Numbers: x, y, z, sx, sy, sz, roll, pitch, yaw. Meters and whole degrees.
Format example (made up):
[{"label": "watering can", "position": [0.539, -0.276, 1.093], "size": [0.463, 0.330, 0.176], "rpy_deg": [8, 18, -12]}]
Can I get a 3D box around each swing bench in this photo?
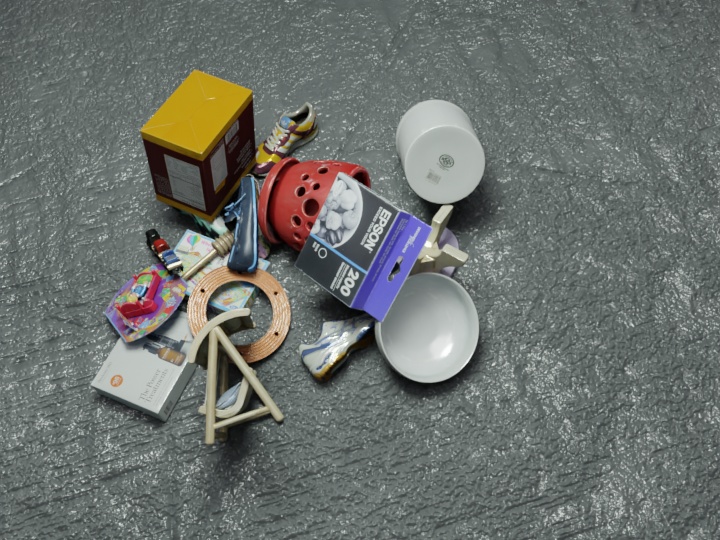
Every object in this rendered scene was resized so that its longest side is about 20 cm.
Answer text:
[{"label": "swing bench", "position": [-0.220, 0.183, 1.272], "size": [0.129, 0.199, 0.201], "rpy_deg": [-17, 80, -8]}]

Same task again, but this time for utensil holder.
[{"label": "utensil holder", "position": [0.161, -0.243, 1.492], "size": [0.169, 0.171, 0.200], "rpy_deg": [-4, 24, 1]}]

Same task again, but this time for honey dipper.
[{"label": "honey dipper", "position": [-0.329, -0.008, 1.470], "size": [0.200, 0.038, 0.038], "rpy_deg": [-42, 66, -17]}]

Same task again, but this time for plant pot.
[{"label": "plant pot", "position": [-0.094, -0.130, 1.476], "size": [0.182, 0.201, 0.201], "rpy_deg": [17, 62, 18]}]

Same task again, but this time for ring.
[{"label": "ring", "position": [-0.234, 0.083, 1.425], "size": [0.199, 0.019, 0.201], "rpy_deg": [6, 69, -14]}]

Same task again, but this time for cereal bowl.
[{"label": "cereal bowl", "position": [0.116, 0.106, 1.373], "size": [0.199, 0.083, 0.201], "rpy_deg": [1, 87, -14]}]

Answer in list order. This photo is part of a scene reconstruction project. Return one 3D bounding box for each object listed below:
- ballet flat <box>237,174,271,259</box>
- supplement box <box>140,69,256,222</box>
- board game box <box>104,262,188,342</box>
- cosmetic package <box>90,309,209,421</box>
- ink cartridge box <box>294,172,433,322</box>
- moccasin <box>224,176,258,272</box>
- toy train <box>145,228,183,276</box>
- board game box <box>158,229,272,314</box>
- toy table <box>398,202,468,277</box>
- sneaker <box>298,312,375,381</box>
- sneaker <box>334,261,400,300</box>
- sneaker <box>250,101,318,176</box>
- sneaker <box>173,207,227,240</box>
[{"label": "ballet flat", "position": [-0.231, -0.117, 1.547], "size": [0.069, 0.071, 0.201], "rpy_deg": [-10, 60, -1]}, {"label": "supplement box", "position": [-0.314, -0.248, 1.474], "size": [0.132, 0.200, 0.198], "rpy_deg": [22, 55, 10]}, {"label": "board game box", "position": [-0.426, 0.046, 1.424], "size": [0.158, 0.039, 0.200], "rpy_deg": [-43, 41, -12]}, {"label": "cosmetic package", "position": [-0.393, 0.167, 1.407], "size": [0.150, 0.052, 0.201], "rpy_deg": [17, 62, 16]}, {"label": "ink cartridge box", "position": [0.000, -0.040, 1.306], "size": [0.200, 0.043, 0.199], "rpy_deg": [34, 106, 24]}, {"label": "moccasin", "position": [-0.237, -0.096, 1.450], "size": [0.068, 0.081, 0.201], "rpy_deg": [-2, 64, -4]}, {"label": "toy train", "position": [-0.397, -0.041, 1.481], "size": [0.034, 0.046, 0.200], "rpy_deg": [-23, 32, -21]}, {"label": "board game box", "position": [-0.299, 0.010, 1.500], "size": [0.199, 0.034, 0.135], "rpy_deg": [21, 64, 15]}, {"label": "toy table", "position": [0.124, -0.033, 1.454], "size": [0.183, 0.117, 0.201], "rpy_deg": [18, 62, 13]}, {"label": "sneaker", "position": [-0.030, 0.116, 1.401], "size": [0.200, 0.075, 0.088], "rpy_deg": [-39, 65, -18]}, {"label": "sneaker", "position": [0.000, 0.000, 1.401], "size": [0.070, 0.200, 0.082], "rpy_deg": [-40, 102, -38]}, {"label": "sneaker", "position": [-0.178, -0.296, 1.635], "size": [0.075, 0.090, 0.200], "rpy_deg": [36, 68, 21]}, {"label": "sneaker", "position": [-0.312, -0.158, 1.571], "size": [0.200, 0.078, 0.140], "rpy_deg": [38, 70, 21]}]
